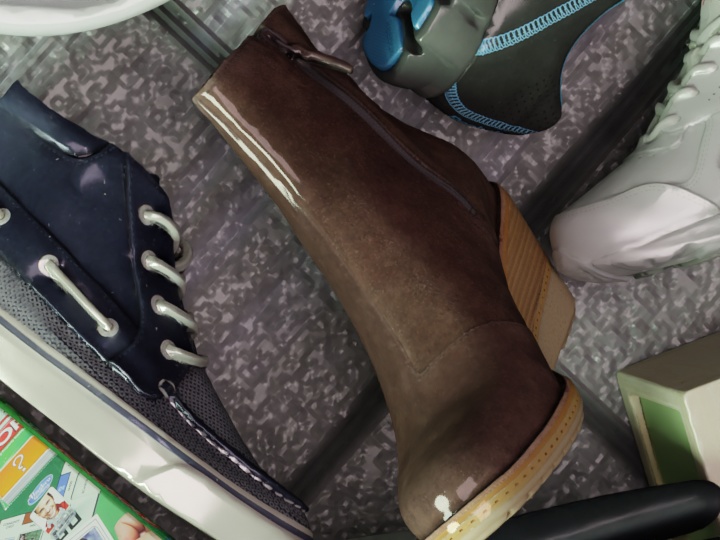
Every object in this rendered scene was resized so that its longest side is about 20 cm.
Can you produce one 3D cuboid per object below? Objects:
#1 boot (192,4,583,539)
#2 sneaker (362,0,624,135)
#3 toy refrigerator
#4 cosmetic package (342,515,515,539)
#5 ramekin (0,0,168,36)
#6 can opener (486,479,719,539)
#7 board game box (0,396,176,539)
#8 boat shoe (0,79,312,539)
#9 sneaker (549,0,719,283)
[{"bbox_3d":[0.000,0.000,0.750,0.166,0.200,0.072,43,114,-10],"label":"boot"},{"bbox_3d":[0.076,-0.148,0.820,0.082,0.073,0.201,28,93,-30],"label":"sneaker"},{"bbox_3d":[0.164,0.128,0.848,0.069,0.076,0.202,-19,99,-11],"label":"toy refrigerator"},{"bbox_3d":[0.008,0.156,0.815,0.198,0.071,0.102,-7,95,-13],"label":"cosmetic package"},{"bbox_3d":[-0.118,-0.181,0.751,0.201,0.094,0.204,-1,93,-14],"label":"ramekin"},{"bbox_3d":[0.044,0.115,0.763,0.199,0.079,0.064,-21,57,-15],"label":"can opener"},{"bbox_3d":[-0.162,0.145,0.758,0.134,0.029,0.201,35,85,25],"label":"board game box"},{"bbox_3d":[-0.080,0.018,0.773,0.200,0.075,0.093,38,82,-2],"label":"boat shoe"},{"bbox_3d":[0.145,-0.068,0.839,0.199,0.078,0.100,-31,94,-19],"label":"sneaker"}]
